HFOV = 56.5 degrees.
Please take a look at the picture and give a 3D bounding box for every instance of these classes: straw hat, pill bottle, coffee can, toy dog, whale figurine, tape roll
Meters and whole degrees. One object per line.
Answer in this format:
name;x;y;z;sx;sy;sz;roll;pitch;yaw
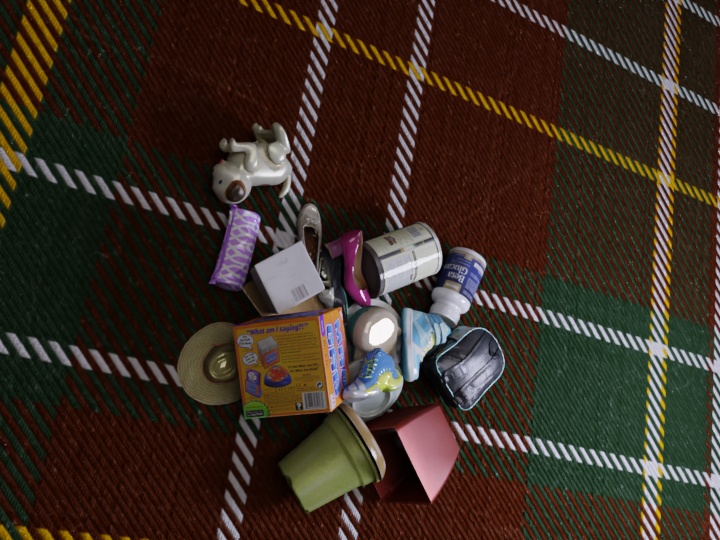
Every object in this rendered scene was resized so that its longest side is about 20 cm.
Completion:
straw hat;-0.311;0.213;1.530;0.198;0.085;0.205;5;78;-25
pill bottle;0.259;0.048;1.823;0.110;0.111;0.202;32;68;-17
coffee can;0.091;-0.028;1.735;0.198;0.146;0.148;-20;90;-27
toy dog;-0.274;-0.241;1.618;0.199;0.139;0.196;-38;129;-27
whale figurine;0.033;0.181;1.670;0.158;0.103;0.202;-33;120;-28
tape roll;0.023;0.174;1.728;0.200;0.037;0.206;5;80;-26

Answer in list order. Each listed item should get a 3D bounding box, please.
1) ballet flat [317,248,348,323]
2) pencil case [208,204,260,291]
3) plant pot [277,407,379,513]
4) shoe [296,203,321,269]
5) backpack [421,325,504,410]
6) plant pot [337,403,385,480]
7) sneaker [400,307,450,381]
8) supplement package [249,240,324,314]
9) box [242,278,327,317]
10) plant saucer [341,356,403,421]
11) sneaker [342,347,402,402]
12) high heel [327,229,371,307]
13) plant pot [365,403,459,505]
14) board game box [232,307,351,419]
ballet flat;-0.077;0.039;1.680;0.072;0.073;0.203;2;68;-25
pencil case;-0.296;-0.052;1.584;0.085;0.083;0.203;33;62;-54
plant pot;-0.085;0.453;1.555;0.183;0.200;0.202;-30;94;-15
shoe;-0.123;-0.079;1.682;0.069;0.053;0.203;13;67;-28
backpack;0.272;0.246;1.770;0.199;0.153;0.177;-37;99;-16
plant pot;0.004;0.392;1.558;0.027;0.200;0.202;-29;94;-16
sneaker;0.167;0.187;1.688;0.128;0.080;0.203;5;57;-6
supplement package;-0.171;0.021;1.533;0.120;0.200;0.121;-28;93;-12
box;-0.178;0.078;1.654;0.163;0.021;0.201;-39;99;-27
plant saucer;0.021;0.302;1.635;0.197;0.050;0.203;-11;123;-18
sneaker;0.017;0.237;1.531;0.199;0.075;0.107;0;70;-55
high heel;0.000;0.000;1.658;0.202;0.095;0.068;60;27;-17
plant pot;0.126;0.436;1.654;0.175;0.199;0.202;-28;93;-37
board game box;-0.145;0.201;1.494;0.197;0.200;0.203;-7;91;13
